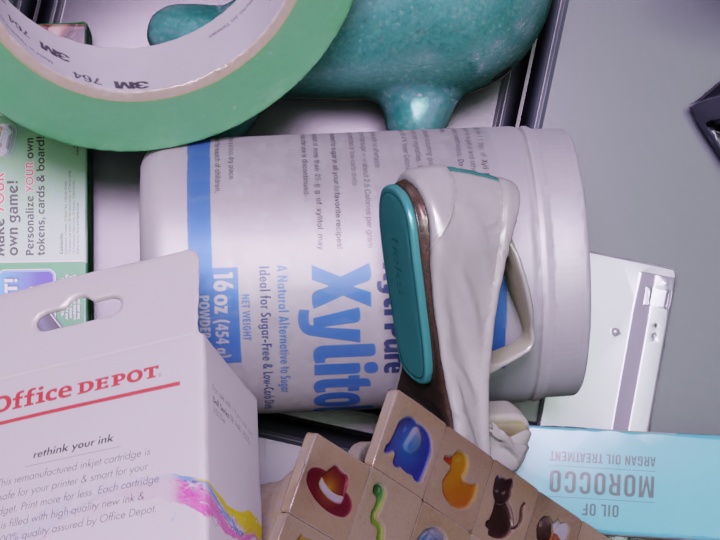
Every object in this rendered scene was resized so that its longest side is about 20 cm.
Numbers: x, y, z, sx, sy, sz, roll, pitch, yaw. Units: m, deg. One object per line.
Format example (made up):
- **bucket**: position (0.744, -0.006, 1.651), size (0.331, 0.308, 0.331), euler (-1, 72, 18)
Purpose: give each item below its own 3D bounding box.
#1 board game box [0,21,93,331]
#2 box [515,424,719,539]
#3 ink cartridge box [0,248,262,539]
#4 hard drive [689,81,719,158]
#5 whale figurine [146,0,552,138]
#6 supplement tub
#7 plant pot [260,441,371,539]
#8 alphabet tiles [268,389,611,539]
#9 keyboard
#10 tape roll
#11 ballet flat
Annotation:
- **board game box**: position (-0.198, -0.020, 0.964), size (0.134, 0.029, 0.201), euler (0, 85, -2)
- **box**: position (0.120, 0.101, 0.929), size (0.199, 0.082, 0.049), euler (3, 82, 3)
- **ink cartridge box**: position (-0.102, 0.101, 0.795), size (0.117, 0.067, 0.201), euler (-13, 57, 15)
- **hard drive**: position (0.275, -0.045, 0.979), size (0.135, 0.042, 0.200), euler (-39, 87, -5)
- **whale figurine**: position (-0.002, -0.132, 0.945), size (0.199, 0.104, 0.160), euler (-24, 86, -4)
- **supplement tub**: position (0.000, 0.000, 0.919), size (0.199, 0.132, 0.133), euler (-3, 84, -2)
- **plant pot**: position (-0.082, 0.179, 0.881), size (0.183, 0.200, 0.201), euler (-2, 84, 8)
- **alphabet tiles**: position (0.028, 0.151, 0.790), size (0.200, 0.008, 0.168), euler (37, 64, -38)
- **keyboard**: position (0.113, 0.092, 0.977), size (0.056, 0.011, 0.201), euler (11, 84, 4)
- **tape roll**: position (-0.097, -0.150, 0.851), size (0.199, 0.048, 0.201), euler (-7, 122, -11)
- **ballet flat**: position (0.045, 0.050, 0.843), size (0.069, 0.069, 0.201), euler (-1, 112, -3)
